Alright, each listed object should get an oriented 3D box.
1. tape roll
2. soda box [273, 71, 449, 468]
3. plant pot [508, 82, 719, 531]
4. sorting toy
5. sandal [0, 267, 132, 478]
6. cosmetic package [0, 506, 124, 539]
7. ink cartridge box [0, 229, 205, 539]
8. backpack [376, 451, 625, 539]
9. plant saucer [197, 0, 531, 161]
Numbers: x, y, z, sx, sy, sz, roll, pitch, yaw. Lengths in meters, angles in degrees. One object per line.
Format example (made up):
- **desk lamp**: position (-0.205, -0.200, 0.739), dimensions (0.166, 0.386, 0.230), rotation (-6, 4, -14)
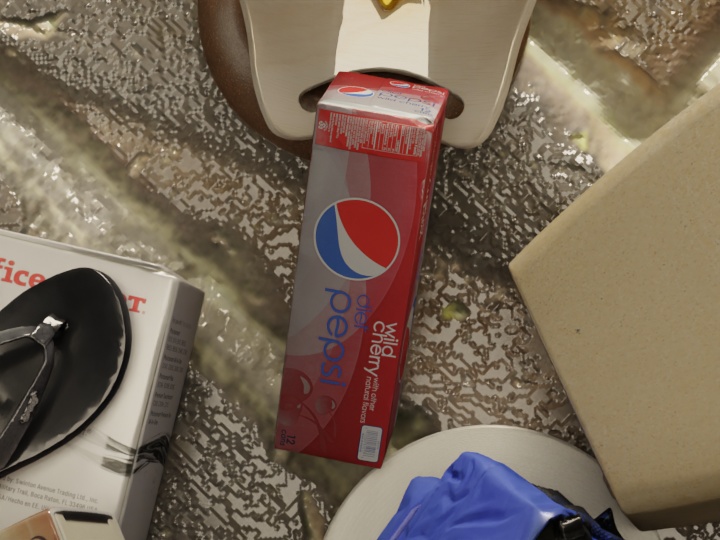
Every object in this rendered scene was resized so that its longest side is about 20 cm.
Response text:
- **tape roll**: position (0.073, 0.186, 0.905), dimensions (0.202, 0.037, 0.204), rotation (-1, 82, 5)
- **soda box**: position (0.000, 0.000, 0.877), dimensions (0.063, 0.070, 0.201), rotation (11, 112, 5)
- **plant pot**: position (0.187, 0.031, 0.829), dimensions (0.177, 0.200, 0.200), rotation (-26, 73, 7)
- **sorting toy**: position (0.014, -0.159, 0.891), dimensions (0.199, 0.107, 0.181), rotation (4, 92, 3)
- **sandal**: position (-0.198, 0.076, 0.840), dimensions (0.200, 0.043, 0.076), rotation (-42, 78, -10)
- **cosmetic package**: position (-0.205, 0.194, 0.784), dimensions (0.200, 0.103, 0.087), rotation (-26, 78, 3)
- **ink cartridge box**: position (-0.183, 0.086, 0.913), dimensions (0.146, 0.084, 0.201), rotation (13, 84, 9)
- **backpack**: position (0.094, 0.196, 0.805), dimensions (0.200, 0.168, 0.163), rotation (36, 91, -24)
- **plant saucer**: position (0.001, -0.160, 0.954), dimensions (0.200, 0.037, 0.201), rotation (-1, 84, 5)
